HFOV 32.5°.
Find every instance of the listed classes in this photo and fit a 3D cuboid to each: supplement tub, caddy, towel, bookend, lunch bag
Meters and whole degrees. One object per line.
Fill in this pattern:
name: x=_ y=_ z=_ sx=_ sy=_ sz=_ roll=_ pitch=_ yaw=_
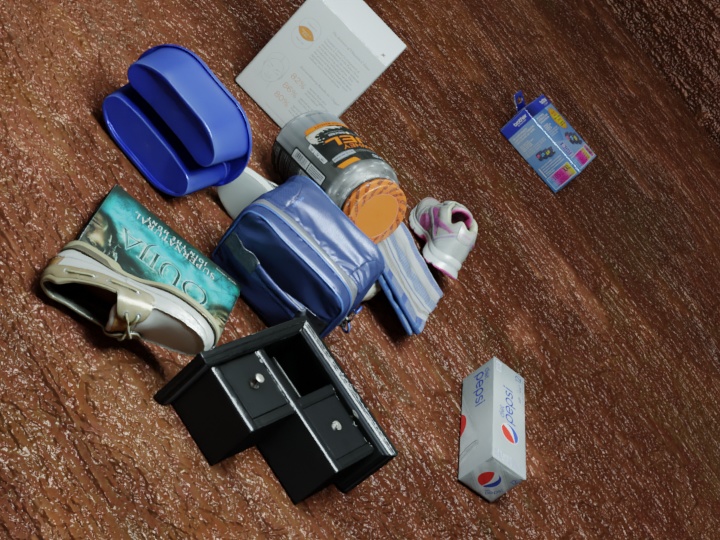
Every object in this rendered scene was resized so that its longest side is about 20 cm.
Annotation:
supplement tub: x=-0.028 y=-0.126 z=1.711 sx=0.122 sy=0.123 sz=0.200 roll=12 pitch=25 yaw=-44
caddy: x=-0.228 y=-0.191 z=1.571 sx=0.200 sy=0.141 sz=0.105 roll=50 pitch=36 yaw=2
towel: x=0.064 y=0.005 z=1.766 sx=0.147 sy=0.024 sz=0.200 roll=61 pitch=18 yaw=-6
bookend: x=-0.091 y=0.172 z=1.384 sx=0.199 sy=0.092 sz=0.200 roll=56 pitch=33 yaw=12
lunch bag: x=-0.077 y=-0.001 z=1.544 sx=0.200 sy=0.136 sz=0.132 roll=45 pitch=45 yaw=3

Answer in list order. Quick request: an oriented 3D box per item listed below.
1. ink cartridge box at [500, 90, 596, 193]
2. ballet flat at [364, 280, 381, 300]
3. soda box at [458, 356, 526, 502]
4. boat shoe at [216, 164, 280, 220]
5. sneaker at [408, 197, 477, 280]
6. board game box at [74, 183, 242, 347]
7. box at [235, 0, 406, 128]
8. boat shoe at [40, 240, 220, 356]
ink cartridge box: x=0.363 y=-0.265 z=2.453 sx=0.200 sy=0.076 sz=0.136 roll=47 pitch=31 yaw=2
ballet flat: x=0.000 y=0.000 z=1.718 sx=0.067 sy=0.068 sz=0.200 roll=43 pitch=32 yaw=-22
soda box: x=0.181 y=0.216 z=1.698 sx=0.063 sy=0.068 sz=0.200 roll=37 pitch=33 yaw=-20
boat shoe: x=-0.113 y=-0.075 z=1.661 sx=0.200 sy=0.071 sz=0.064 roll=46 pitch=31 yaw=-20
sneaker: x=0.139 y=-0.067 z=1.921 sx=0.081 sy=0.088 sz=0.200 roll=32 pitch=19 yaw=-25
board game box: x=-0.238 y=0.000 z=1.454 sx=0.200 sy=0.028 sz=0.135 roll=39 pitch=31 yaw=-15
box: x=-0.059 y=-0.310 z=1.854 sx=0.152 sy=0.200 sz=0.106 roll=46 pitch=31 yaw=-5
boat shoe: x=-0.251 y=0.044 z=1.331 sx=0.200 sy=0.075 sz=0.068 roll=26 pitch=36 yaw=4
